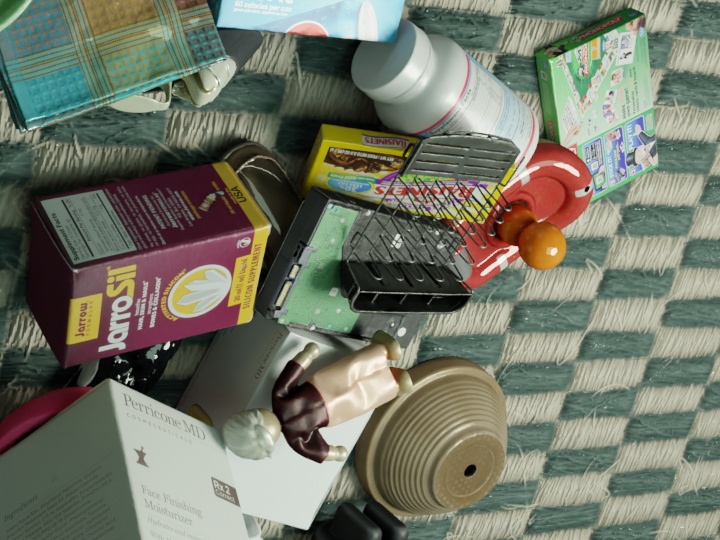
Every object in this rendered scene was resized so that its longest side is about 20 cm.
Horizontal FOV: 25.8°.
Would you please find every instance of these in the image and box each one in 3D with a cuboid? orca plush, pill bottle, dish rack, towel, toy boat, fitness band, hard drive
[{"bbox_3d":[-0.250,0.115,1.533,0.200,0.071,0.105,-27,126,-20],"label":"orca plush"},{"bbox_3d":[0.084,-0.169,1.588,0.200,0.109,0.109,33,93,-41],"label":"pill bottle"},{"bbox_3d":[0.076,-0.046,1.522,0.153,0.055,0.200,1,132,-40],"label":"dish rack"},{"bbox_3d":[-0.228,-0.219,1.362,0.200,0.022,0.147,-22,96,-21],"label":"towel"},{"bbox_3d":[0.173,-0.048,1.692,0.200,0.131,0.131,-36,138,-13],"label":"toy boat"},{"bbox_3d":[-0.282,0.182,1.520,0.143,0.037,0.200,-13,143,-3],"label":"fitness band"},{"bbox_3d":[0.000,0.000,1.582,0.200,0.038,0.140,12,109,-45],"label":"hard drive"}]

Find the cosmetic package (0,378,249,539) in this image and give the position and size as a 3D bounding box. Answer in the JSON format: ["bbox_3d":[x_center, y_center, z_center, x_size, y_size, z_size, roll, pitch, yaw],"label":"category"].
[{"bbox_3d":[-0.216,0.241,1.431,0.165,0.200,0.165,-34,141,20],"label":"cosmetic package"}]

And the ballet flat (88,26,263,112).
[{"bbox_3d":[-0.173,-0.177,1.429,0.200,0.073,0.073,-11,120,-28],"label":"ballet flat"}]

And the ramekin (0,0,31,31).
[{"bbox_3d":[-0.347,-0.278,1.227,0.200,0.098,0.200,-11,114,-26],"label":"ramekin"}]

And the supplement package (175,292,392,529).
[{"bbox_3d":[-0.089,0.146,1.635,0.156,0.111,0.200,23,99,-40],"label":"supplement package"}]

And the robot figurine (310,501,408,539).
[{"bbox_3d":[-0.014,0.365,1.799,0.150,0.125,0.200,17,106,-3],"label":"robot figurine"}]

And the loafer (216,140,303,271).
[{"bbox_3d":[-0.076,-0.047,1.567,0.073,0.071,0.200,-41,130,-10],"label":"loafer"}]

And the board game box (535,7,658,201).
[{"bbox_3d":[0.268,-0.178,1.763,0.134,0.029,0.200,-26,127,-20],"label":"board game box"}]

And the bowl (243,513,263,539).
[{"bbox_3d":[-0.163,0.283,1.597,0.201,0.201,0.090,16,106,-39],"label":"bowl"}]

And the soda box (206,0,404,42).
[{"bbox_3d":[-0.056,-0.260,1.472,0.200,0.064,0.068,0,114,-34],"label":"soda box"}]

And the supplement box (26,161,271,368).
[{"bbox_3d":[-0.199,-0.008,1.463,0.200,0.103,0.131,-14,140,-28],"label":"supplement box"}]

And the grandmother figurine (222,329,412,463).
[{"bbox_3d":[-0.044,0.134,1.540,0.200,0.061,0.121,-22,89,-29],"label":"grandmother figurine"}]

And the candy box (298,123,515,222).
[{"bbox_3d":[0.046,-0.095,1.578,0.200,0.026,0.102,7,149,-13],"label":"candy box"}]

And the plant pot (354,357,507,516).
[{"bbox_3d":[0.101,0.208,1.813,0.201,0.093,0.201,-15,121,-27],"label":"plant pot"}]
